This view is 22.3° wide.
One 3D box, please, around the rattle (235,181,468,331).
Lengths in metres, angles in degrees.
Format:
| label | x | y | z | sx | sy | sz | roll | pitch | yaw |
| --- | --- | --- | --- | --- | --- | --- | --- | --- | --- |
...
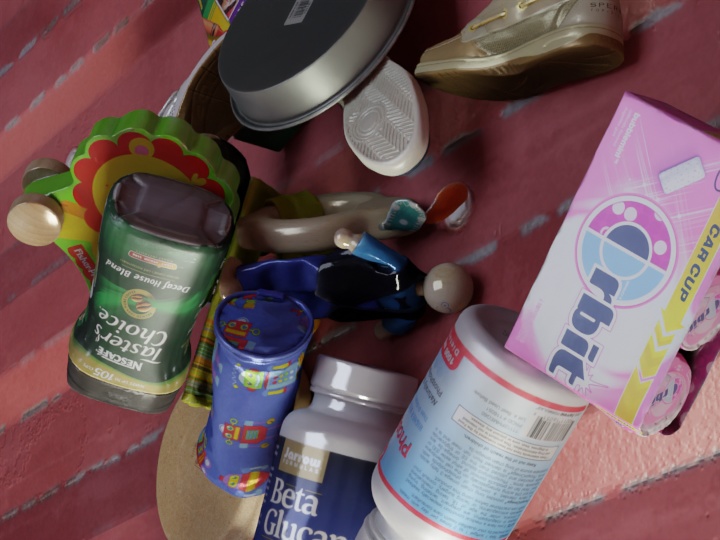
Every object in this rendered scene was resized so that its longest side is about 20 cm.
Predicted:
| label | x | y | z | sx | sy | sz | roll | pitch | yaw |
| --- | --- | --- | --- | --- | --- | --- | --- | --- | --- |
| rattle | 0.000 | 0.000 | 1.495 | 0.199 | 0.130 | 0.143 | 2 | 89 | 29 |

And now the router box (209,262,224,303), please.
| label | x | y | z | sx | sy | sz | roll | pitch | yaw |
| --- | --- | --- | --- | --- | --- | --- | --- | --- | --- |
| router box | -0.208 | -0.033 | 1.732 | 0.200 | 0.150 | 0.062 | 32 | 104 | 55 |

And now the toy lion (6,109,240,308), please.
| label | x | y | z | sx | sy | sz | roll | pitch | yaw |
| --- | --- | --- | --- | --- | --- | --- | --- | --- | --- |
| toy lion | -0.181 | -0.039 | 1.526 | 0.191 | 0.200 | 0.069 | -14 | 36 | 21 |

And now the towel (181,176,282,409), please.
| label | x | y | z | sx | sy | sz | roll | pitch | yaw |
| --- | --- | --- | --- | --- | --- | --- | --- | --- | --- |
| towel | -0.109 | 0.022 | 1.564 | 0.086 | 0.018 | 0.201 | 39 | -112 | -81 |

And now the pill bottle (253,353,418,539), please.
| label | x | y | z | sx | sy | sz | roll | pitch | yaw |
| --- | --- | --- | --- | --- | --- | --- | --- | --- | --- |
| pill bottle | -0.018 | 0.171 | 1.411 | 0.111 | 0.111 | 0.201 | 10 | 86 | 56 |

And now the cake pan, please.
| label | x | y | z | sx | sy | sz | roll | pitch | yaw |
| --- | --- | --- | --- | --- | --- | --- | --- | --- | --- |
| cake pan | -0.042 | -0.206 | 1.524 | 0.200 | 0.037 | 0.201 | -28 | 39 | 25 |

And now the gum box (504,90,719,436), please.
| label | x | y | z | sx | sy | sz | roll | pitch | yaw |
| --- | --- | --- | --- | --- | --- | --- | --- | --- | --- |
| gum box | 0.188 | 0.000 | 1.186 | 0.113 | 0.066 | 0.200 | 32 | 105 | 33 |

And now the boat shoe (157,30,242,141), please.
| label | x | y | z | sx | sy | sz | roll | pitch | yaw |
| --- | --- | --- | --- | --- | --- | --- | --- | --- | --- |
| boat shoe | -0.151 | -0.136 | 1.636 | 0.200 | 0.071 | 0.069 | -59 | 32 | -3 |

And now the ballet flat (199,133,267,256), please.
| label | x | y | z | sx | sy | sz | roll | pitch | yaw |
| --- | --- | --- | --- | --- | --- | --- | --- | --- | --- |
| ballet flat | -0.123 | -0.064 | 1.597 | 0.057 | 0.200 | 0.067 | 29 | 77 | 23 |

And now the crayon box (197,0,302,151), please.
| label | x | y | z | sx | sy | sz | roll | pitch | yaw |
| --- | --- | --- | --- | --- | --- | --- | --- | --- | --- |
| crayon box | -0.071 | -0.243 | 1.695 | 0.173 | 0.058 | 0.200 | -48 | 43 | 34 |

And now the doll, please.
| label | x | y | z | sx | sy | sz | roll | pitch | yaw |
| --- | --- | --- | --- | --- | --- | --- | --- | --- | --- |
| doll | -0.005 | 0.017 | 1.445 | 0.199 | 0.137 | 0.049 | -4 | 51 | 23 |

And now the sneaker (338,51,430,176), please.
| label | x | y | z | sx | sy | sz | roll | pitch | yaw |
| --- | --- | --- | --- | --- | --- | --- | --- | --- | --- |
| sneaker | 0.028 | -0.125 | 1.478 | 0.075 | 0.084 | 0.200 | -40 | 35 | 12 |

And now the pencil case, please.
| label | x | y | z | sx | sy | sz | roll | pitch | yaw |
| --- | --- | --- | --- | --- | --- | --- | --- | --- | --- |
| pencil case | -0.086 | 0.097 | 1.457 | 0.200 | 0.078 | 0.087 | 103 | 175 | -49 |

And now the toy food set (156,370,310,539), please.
| label | x | y | z | sx | sy | sz | roll | pitch | yaw |
| --- | --- | --- | --- | --- | --- | --- | --- | --- | --- |
| toy food set | -0.120 | 0.168 | 1.618 | 0.198 | 0.049 | 0.201 | -4 | 75 | 55 |

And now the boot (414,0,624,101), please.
| label | x | y | z | sx | sy | sz | roll | pitch | yaw |
| --- | --- | --- | --- | --- | --- | --- | --- | --- | --- |
| boot | 0.125 | -0.218 | 1.389 | 0.200 | 0.073 | 0.156 | -10 | 70 | 52 |

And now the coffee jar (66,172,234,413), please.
| label | x | y | z | sx | sy | sz | roll | pitch | yaw |
| --- | --- | --- | --- | --- | --- | --- | --- | --- | --- |
| coffee jar | -0.176 | 0.024 | 1.488 | 0.085 | 0.104 | 0.200 | -82 | 10 | -52 |

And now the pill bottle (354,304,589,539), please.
| label | x | y | z | sx | sy | sz | roll | pitch | yaw |
| --- | --- | --- | --- | --- | --- | --- | --- | --- | --- |
| pill bottle | 0.075 | 0.133 | 1.293 | 0.200 | 0.109 | 0.109 | -61 | 36 | 18 |
